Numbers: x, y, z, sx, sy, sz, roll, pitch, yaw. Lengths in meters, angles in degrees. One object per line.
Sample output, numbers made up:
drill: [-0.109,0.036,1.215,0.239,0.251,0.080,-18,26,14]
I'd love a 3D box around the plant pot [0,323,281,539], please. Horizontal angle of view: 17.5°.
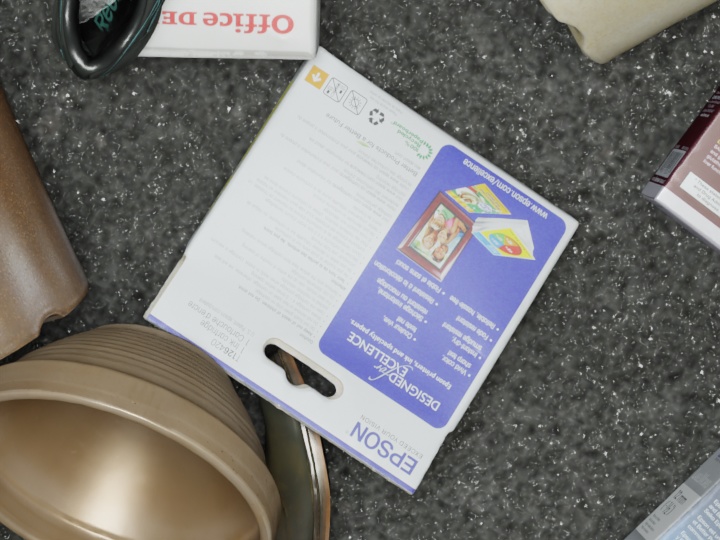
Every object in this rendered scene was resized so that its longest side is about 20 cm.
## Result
plant pot: [-0.134,0.096,1.374,0.200,0.201,0.093,21,56,-3]

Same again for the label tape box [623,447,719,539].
label tape box: [0.257,0.185,1.451,0.200,0.066,0.143,-44,94,-1]

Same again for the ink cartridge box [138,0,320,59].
ink cartridge box: [-0.094,-0.229,1.381,0.145,0.085,0.201,1,109,-1]

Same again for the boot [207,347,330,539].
boot: [-0.064,0.151,1.435,0.096,0.075,0.201,-10,96,-4]

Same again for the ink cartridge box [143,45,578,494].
ink cartridge box: [0.000,0.000,1.422,0.197,0.047,0.201,34,81,-5]

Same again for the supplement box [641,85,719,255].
supplement box: [0.276,-0.094,1.432,0.109,0.061,0.200,37,93,-4]

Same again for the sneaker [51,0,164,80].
sneaker: [-0.118,-0.195,1.308,0.075,0.079,0.201,20,106,-6]

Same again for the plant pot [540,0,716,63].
plant pot: [0.175,-0.227,1.370,0.183,0.200,0.201,-35,94,13]

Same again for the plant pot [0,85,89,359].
plant pot: [-0.268,-0.038,1.365,0.199,0.200,0.199,-28,101,1]
